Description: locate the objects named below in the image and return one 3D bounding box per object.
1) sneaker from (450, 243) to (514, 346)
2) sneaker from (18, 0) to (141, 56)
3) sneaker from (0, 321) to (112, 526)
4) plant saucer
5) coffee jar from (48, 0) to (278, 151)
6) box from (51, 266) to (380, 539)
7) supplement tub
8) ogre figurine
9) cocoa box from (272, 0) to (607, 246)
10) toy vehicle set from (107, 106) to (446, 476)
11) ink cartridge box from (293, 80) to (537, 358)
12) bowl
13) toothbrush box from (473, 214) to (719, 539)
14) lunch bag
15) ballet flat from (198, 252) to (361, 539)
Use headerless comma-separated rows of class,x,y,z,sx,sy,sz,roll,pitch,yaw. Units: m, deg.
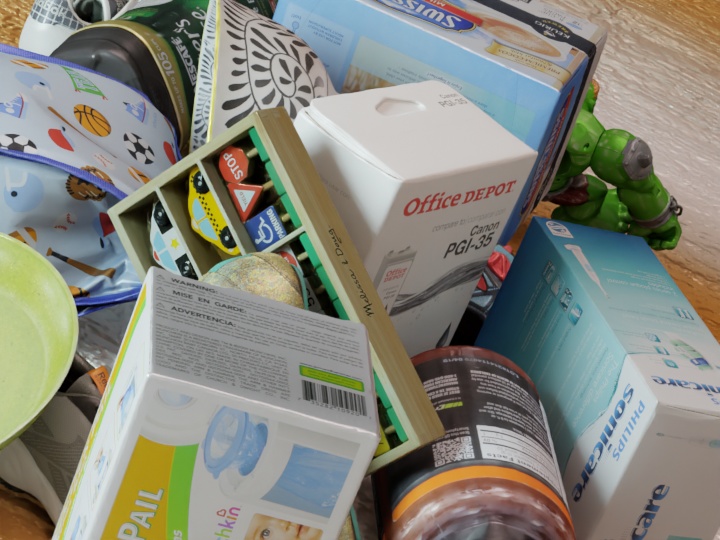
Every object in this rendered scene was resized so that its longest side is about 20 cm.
sneaker,0.035,-0.004,1.575,0.200,0.079,0.096,41,45,-4
sneaker,-0.162,-0.166,1.758,0.076,0.081,0.200,23,20,29
sneaker,-0.127,0.103,1.280,0.200,0.079,0.074,38,27,26
plant saucer,-0.242,0.049,1.265,0.200,0.031,0.200,-2,42,2
coffee jar,-0.128,-0.141,1.683,0.085,0.104,0.200,-5,23,36
box,-0.078,0.118,1.150,0.112,0.200,0.101,16,26,-12
supplement tub,0.060,0.133,1.349,0.107,0.107,0.200,17,27,-13
ogre figurine,0.146,-0.083,1.820,0.098,0.120,0.200,-42,72,-19
cocoa box,0.041,-0.123,1.651,0.200,0.133,0.131,25,28,9
toy vehicle set,-0.048,0.027,1.342,0.027,0.124,0.200,-17,77,-54
ink cartridge box,0.000,0.000,1.442,0.083,0.200,0.146,37,29,26
bowl,-0.055,-0.068,1.508,0.094,0.201,0.201,5,28,-6
toothbrush box,0.143,0.084,1.464,0.085,0.147,0.200,11,27,-25
lunch bag,-0.203,-0.054,1.471,0.200,0.124,0.170,9,27,-12
ballet flat,-0.050,0.091,1.287,0.071,0.200,0.071,-11,-3,-1
